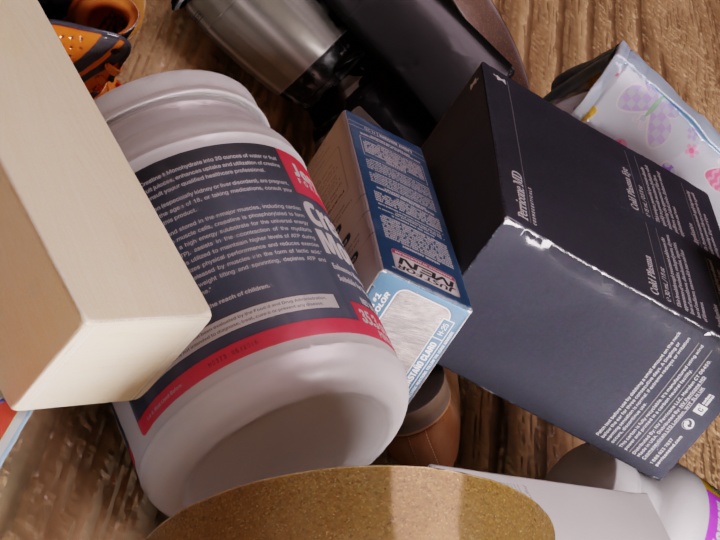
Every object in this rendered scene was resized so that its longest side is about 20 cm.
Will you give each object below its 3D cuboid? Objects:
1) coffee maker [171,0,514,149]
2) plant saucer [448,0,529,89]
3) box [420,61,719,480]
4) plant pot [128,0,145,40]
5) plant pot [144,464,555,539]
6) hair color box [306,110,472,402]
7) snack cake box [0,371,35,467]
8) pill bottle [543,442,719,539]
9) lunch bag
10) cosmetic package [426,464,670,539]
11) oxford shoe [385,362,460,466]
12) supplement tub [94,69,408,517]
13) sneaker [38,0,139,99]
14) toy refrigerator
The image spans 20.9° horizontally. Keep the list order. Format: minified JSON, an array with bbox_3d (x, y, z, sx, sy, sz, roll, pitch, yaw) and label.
[{"bbox_3d":[0.006,-0.172,1.298,0.200,0.192,0.135,46,10,-6],"label":"coffee maker"},{"bbox_3d":[0.069,-0.175,1.447,0.201,0.034,0.200,55,-11,16],"label":"plant saucer"},{"bbox_3d":[0.125,-0.003,1.175,0.182,0.104,0.200,29,27,-16],"label":"box"},{"bbox_3d":[-0.176,-0.230,1.111,0.200,0.183,0.201,35,29,-23],"label":"plant pot"},{"bbox_3d":[0.001,0.210,0.808,0.186,0.186,0.201,24,48,-38],"label":"plant pot"},{"bbox_3d":[0.000,0.000,1.113,0.060,0.100,0.200,25,24,-19],"label":"hair color box"},{"bbox_3d":[-0.197,0.035,0.846,0.115,0.067,0.200,43,27,-12],"label":"snack cake box"},{"bbox_3d":[0.200,0.184,1.196,0.200,0.104,0.105,34,29,-25],"label":"pill bottle"},{"bbox_3d":[0.167,-0.038,1.344,0.169,0.200,0.127,40,27,-13],"label":"lunch bag"},{"bbox_3d":[0.080,0.170,1.033,0.199,0.108,0.085,14,42,-47],"label":"cosmetic package"},{"bbox_3d":[0.027,0.056,1.180,0.200,0.071,0.072,-90,161,-58],"label":"oxford shoe"},{"bbox_3d":[-0.073,0.013,0.980,0.140,0.140,0.201,13,42,-48],"label":"supplement tub"},{"bbox_3d":[-0.138,-0.093,1.059,0.199,0.112,0.078,22,36,-41],"label":"sneaker"},{"bbox_3d":[-0.153,-0.037,0.863,0.076,0.070,0.201,-2,53,-50],"label":"toy refrigerator"}]
